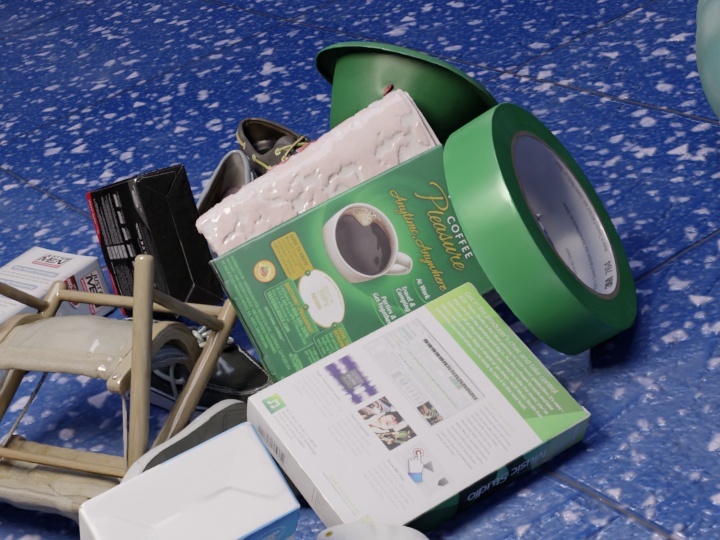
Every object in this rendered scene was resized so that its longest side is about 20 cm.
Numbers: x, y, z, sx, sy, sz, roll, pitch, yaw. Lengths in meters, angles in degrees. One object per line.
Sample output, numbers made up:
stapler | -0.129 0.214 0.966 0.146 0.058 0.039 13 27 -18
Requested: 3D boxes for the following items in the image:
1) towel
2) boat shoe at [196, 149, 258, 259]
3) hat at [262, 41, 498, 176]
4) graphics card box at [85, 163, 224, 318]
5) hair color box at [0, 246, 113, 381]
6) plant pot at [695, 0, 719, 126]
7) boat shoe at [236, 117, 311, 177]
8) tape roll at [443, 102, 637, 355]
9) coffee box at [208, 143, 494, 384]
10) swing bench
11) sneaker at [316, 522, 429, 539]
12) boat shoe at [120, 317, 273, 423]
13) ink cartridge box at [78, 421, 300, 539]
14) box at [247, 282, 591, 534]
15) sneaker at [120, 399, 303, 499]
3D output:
towel | 0.002 -0.015 1.185 0.200 0.191 0.032 -33 0 -8
boat shoe | -0.141 -0.052 1.495 0.074 0.065 0.202 -6 27 17
hat | 0.005 -0.079 1.266 0.200 0.166 0.176 3 68 54
graphics card box | -0.186 -0.023 1.327 0.051 0.126 0.200 -18 5 -20
hair color box | -0.338 0.054 1.393 0.099 0.061 0.200 9 35 39
plant pot | 0.396 -0.178 1.358 0.200 0.200 0.134 1 57 29
boat shoe | -0.078 -0.115 1.592 0.072 0.061 0.201 -26 28 -22
tape roll | 0.142 -0.033 1.160 0.048 0.200 0.200 -31 18 26
coffee box | 0.000 0.000 1.145 0.200 0.123 0.044 -29 2 -9
swing bench | -0.224 0.094 1.149 0.199 0.130 0.200 5 75 32
sneaker | -0.030 0.217 0.909 0.200 0.074 0.116 -12 23 -18
boat shoe | -0.133 0.076 1.233 0.074 0.068 0.199 -33 31 -32
ink cartridge box | -0.109 0.186 0.934 0.116 0.200 0.067 -26 66 -22
box | 0.041 0.105 1.054 0.200 0.036 0.144 -27 58 -23
sneaker | -0.096 0.152 1.061 0.099 0.071 0.200 -4 24 31
